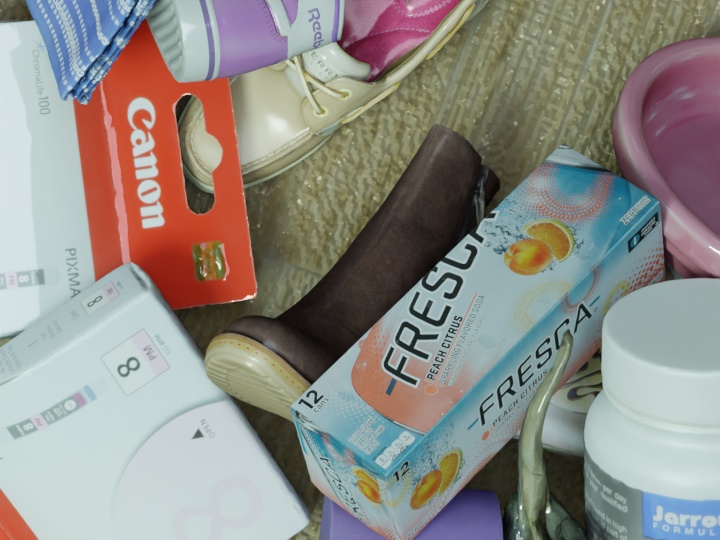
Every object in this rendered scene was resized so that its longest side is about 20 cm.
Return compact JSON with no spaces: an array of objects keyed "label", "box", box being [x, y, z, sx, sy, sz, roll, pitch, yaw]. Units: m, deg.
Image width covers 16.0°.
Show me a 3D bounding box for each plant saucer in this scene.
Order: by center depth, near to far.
[{"label":"plant saucer","box":[0.217,-0.036,1.298,0.200,0.201,0.051,23,130,-2]}]

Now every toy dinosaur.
[{"label":"toy dinosaur","box":[0.087,0.131,1.219,0.047,0.088,0.200,-2,132,-7]}]

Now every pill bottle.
[{"label":"pill bottle","box":[0.163,0.112,1.220,0.114,0.114,0.200,-5,118,-3]}]

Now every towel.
[{"label":"towel","box":[-0.114,-0.197,1.244,0.024,0.145,0.200,13,127,-38]}]

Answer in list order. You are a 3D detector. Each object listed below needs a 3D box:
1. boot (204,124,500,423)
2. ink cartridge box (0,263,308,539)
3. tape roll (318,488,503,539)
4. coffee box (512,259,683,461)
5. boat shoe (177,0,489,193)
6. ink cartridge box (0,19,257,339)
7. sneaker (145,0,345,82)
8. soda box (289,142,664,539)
[{"label":"boot","box":[0.000,0.000,1.267,0.072,0.200,0.166,23,85,21]},{"label":"ink cartridge box","box":[-0.150,0.117,1.288,0.200,0.057,0.163,-36,117,-7]},{"label":"tape roll","box":[0.017,0.204,1.254,0.085,0.200,0.200,6,88,-2]},{"label":"coffee box","box":[0.154,0.052,1.324,0.200,0.080,0.113,17,87,-2]},{"label":"boat shoe","box":[-0.015,-0.115,1.326,0.200,0.069,0.074,-39,91,-2]},{"label":"ink cartridge box","box":[-0.165,-0.050,1.309,0.200,0.057,0.163,-8,88,16]},{"label":"sneaker","box":[-0.067,-0.179,1.305,0.114,0.073,0.201,-14,57,-15]},{"label":"soda box","box":[0.058,0.034,1.212,0.064,0.068,0.200,33,64,29]}]
